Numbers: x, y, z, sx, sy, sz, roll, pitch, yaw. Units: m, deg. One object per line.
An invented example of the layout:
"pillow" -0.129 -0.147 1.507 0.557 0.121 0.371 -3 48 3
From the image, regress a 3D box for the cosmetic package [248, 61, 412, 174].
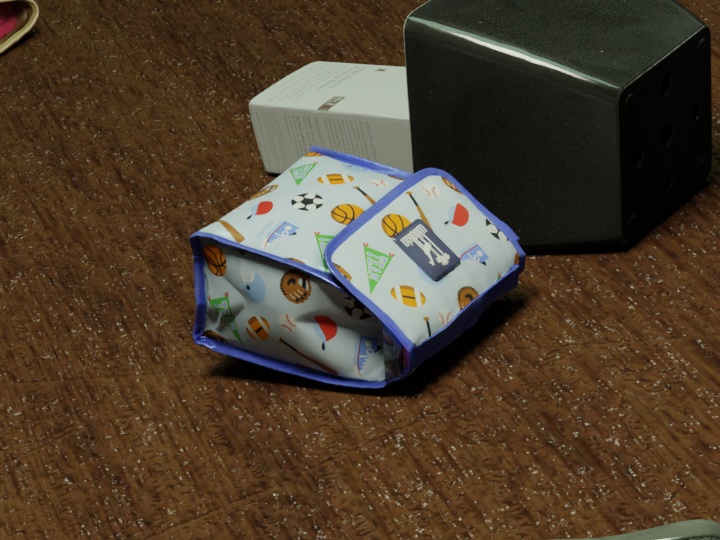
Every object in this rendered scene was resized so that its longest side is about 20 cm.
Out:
"cosmetic package" 0.012 -0.126 2.421 0.199 0.074 0.102 5 30 40

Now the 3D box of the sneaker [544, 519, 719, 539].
"sneaker" 0.133 0.200 1.595 0.198 0.077 0.114 -10 16 -4

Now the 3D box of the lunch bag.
"lunch bag" 0.000 0.000 2.084 0.199 0.124 0.170 19 37 30

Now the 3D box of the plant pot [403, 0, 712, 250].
"plant pot" 0.167 -0.126 2.200 0.177 0.200 0.200 18 37 32

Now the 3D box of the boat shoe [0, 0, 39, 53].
"boat shoe" -0.412 -0.246 2.936 0.069 0.074 0.200 -4 24 37
